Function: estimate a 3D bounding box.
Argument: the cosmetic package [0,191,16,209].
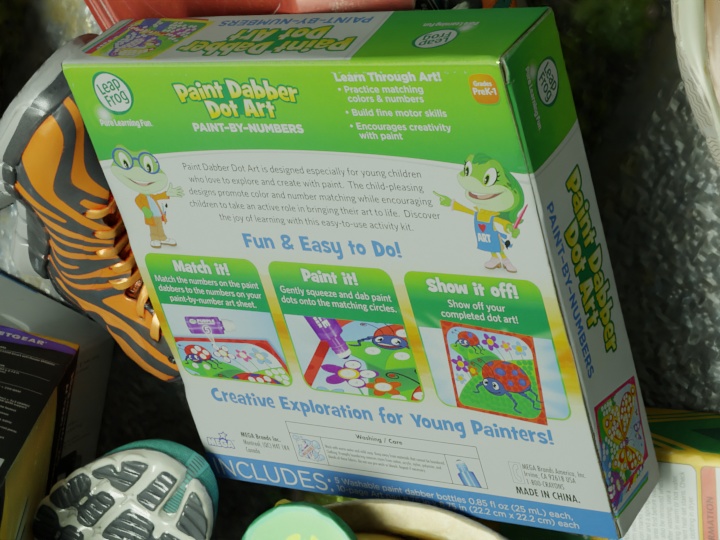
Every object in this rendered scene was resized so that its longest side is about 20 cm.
[{"bbox_3d":[-0.230,-0.112,0.862,0.081,0.113,0.201,-23,89,-8],"label":"cosmetic package"}]

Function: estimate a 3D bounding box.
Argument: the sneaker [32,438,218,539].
[{"bbox_3d":[-0.104,0.121,0.850,0.077,0.080,0.200,35,147,2],"label":"sneaker"}]

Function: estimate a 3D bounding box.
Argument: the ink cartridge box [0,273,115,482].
[{"bbox_3d":[-0.202,0.106,0.948,0.115,0.068,0.201,25,117,24],"label":"ink cartridge box"}]

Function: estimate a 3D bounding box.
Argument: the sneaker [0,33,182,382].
[{"bbox_3d":[-0.095,-0.022,0.807,0.112,0.078,0.200,38,162,10],"label":"sneaker"}]

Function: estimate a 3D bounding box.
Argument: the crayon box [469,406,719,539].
[{"bbox_3d":[0.123,0.122,0.754,0.199,0.051,0.127,3,106,31],"label":"crayon box"}]

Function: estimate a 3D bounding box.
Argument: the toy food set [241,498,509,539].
[{"bbox_3d":[0.009,0.188,0.729,0.197,0.049,0.201,23,105,16],"label":"toy food set"}]

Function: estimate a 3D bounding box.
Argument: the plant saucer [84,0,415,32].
[{"bbox_3d":[-0.078,-0.145,0.758,0.200,0.037,0.200,59,152,4],"label":"plant saucer"}]

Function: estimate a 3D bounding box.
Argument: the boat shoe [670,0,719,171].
[{"bbox_3d":[0.151,-0.106,0.651,0.071,0.076,0.201,-8,102,32],"label":"boat shoe"}]

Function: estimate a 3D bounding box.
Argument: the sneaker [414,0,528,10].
[{"bbox_3d":[0.028,-0.102,0.725,0.071,0.080,0.202,1,105,32],"label":"sneaker"}]

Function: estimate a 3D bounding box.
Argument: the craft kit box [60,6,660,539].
[{"bbox_3d":[0.000,0.000,0.704,0.199,0.049,0.199,5,127,35],"label":"craft kit box"}]

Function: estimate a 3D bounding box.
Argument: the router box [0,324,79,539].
[{"bbox_3d":[-0.180,0.146,0.820,0.052,0.157,0.201,13,115,1],"label":"router box"}]
